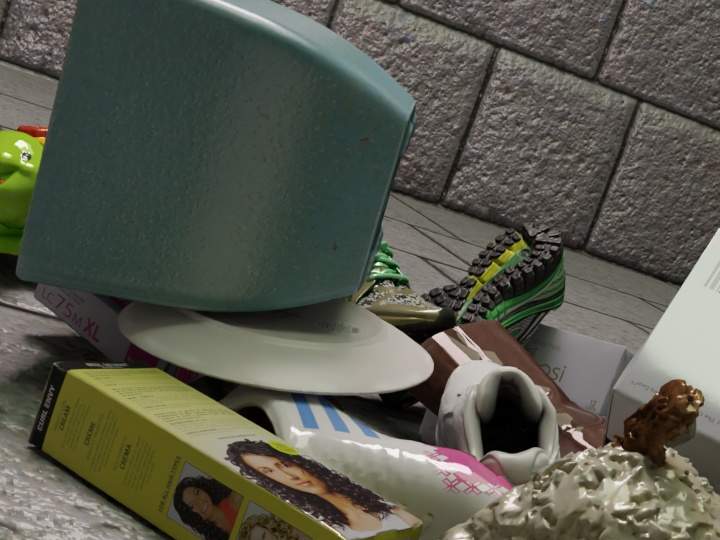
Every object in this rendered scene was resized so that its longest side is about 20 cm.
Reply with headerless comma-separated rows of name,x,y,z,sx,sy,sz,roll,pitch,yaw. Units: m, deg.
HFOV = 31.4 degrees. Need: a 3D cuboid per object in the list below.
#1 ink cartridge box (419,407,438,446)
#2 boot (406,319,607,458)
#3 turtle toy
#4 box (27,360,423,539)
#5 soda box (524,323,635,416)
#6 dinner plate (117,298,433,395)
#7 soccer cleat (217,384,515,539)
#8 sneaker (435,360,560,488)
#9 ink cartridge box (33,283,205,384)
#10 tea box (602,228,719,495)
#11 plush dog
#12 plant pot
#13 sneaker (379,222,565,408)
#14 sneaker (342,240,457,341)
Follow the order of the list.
ink cartridge box,0.164,0.139,1.003,0.198,0.043,0.200,22,7,16
boot,0.149,0.087,0.913,0.186,0.064,0.200,-21,44,-31
turtle toy,-0.259,-0.062,1.007,0.146,0.101,0.200,4,8,-1
box,-0.072,0.106,0.647,0.200,0.050,0.075,24,9,30
soda box,0.152,0.083,1.110,0.200,0.064,0.068,14,-14,45
dinner plate,-0.051,0.035,0.804,0.200,0.024,0.200,11,13,-3
soccer cleat,-0.006,0.119,0.700,0.200,0.070,0.086,22,24,32
sneaker,0.090,0.093,0.778,0.078,0.099,0.200,-3,24,-4
ink cartridge box,-0.120,0.017,0.918,0.119,0.042,0.200,36,26,20
tea box,0.248,0.116,0.709,0.200,0.134,0.197,27,-32,22
plush dog,0.135,0.159,0.548,0.200,0.160,0.172,6,42,-51
plant pot,-0.073,-0.077,0.812,0.200,0.196,0.196,16,13,1
sneaker,0.098,0.051,1.043,0.078,0.200,0.085,33,-28,49
sneaker,0.000,0.000,1.005,0.077,0.089,0.200,7,7,-43
